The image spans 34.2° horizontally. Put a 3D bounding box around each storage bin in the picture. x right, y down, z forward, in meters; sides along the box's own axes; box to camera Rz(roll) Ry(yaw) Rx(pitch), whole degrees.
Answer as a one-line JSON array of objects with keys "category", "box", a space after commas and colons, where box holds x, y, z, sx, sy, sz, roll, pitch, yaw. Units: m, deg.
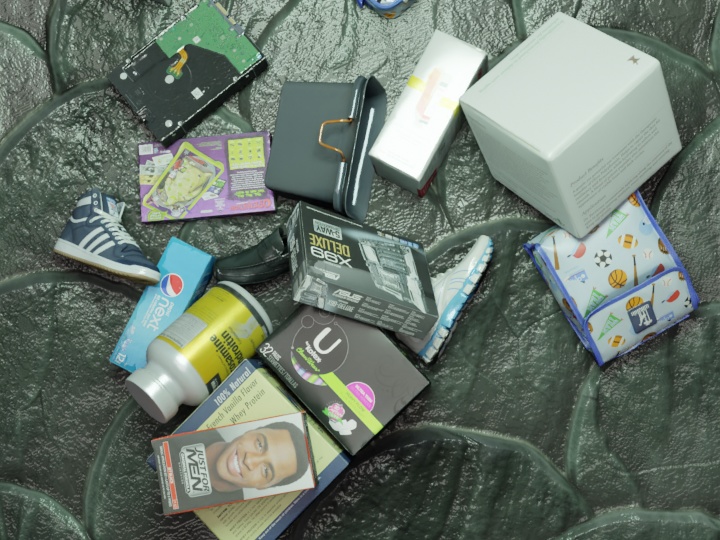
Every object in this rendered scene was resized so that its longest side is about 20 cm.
[{"category": "storage bin", "box": [-0.055, -0.179, 1.663, 0.134, 0.146, 0.201, 8, 85, 15]}]

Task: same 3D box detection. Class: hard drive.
[{"category": "hard drive", "box": [-0.253, -0.294, 1.721, 0.200, 0.038, 0.140, -40, 77, -4]}]

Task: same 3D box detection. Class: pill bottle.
[{"category": "pill bottle", "box": [-0.225, 0.115, 1.622, 0.112, 0.112, 0.200, 43, 65, 7]}]

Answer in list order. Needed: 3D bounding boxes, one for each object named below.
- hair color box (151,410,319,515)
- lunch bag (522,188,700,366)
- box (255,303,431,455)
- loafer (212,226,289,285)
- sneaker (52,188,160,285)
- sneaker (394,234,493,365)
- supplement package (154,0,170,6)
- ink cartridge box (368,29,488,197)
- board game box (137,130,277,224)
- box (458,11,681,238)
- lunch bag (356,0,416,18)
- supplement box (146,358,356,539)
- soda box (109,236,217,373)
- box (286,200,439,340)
[{"category": "hair color box", "box": [-0.162, 0.250, 1.525, 0.199, 0.061, 0.102, -12, 83, 2]}, {"category": "lunch bag", "box": [0.351, 0.009, 1.617, 0.170, 0.124, 0.200, -30, 94, 1]}, {"category": "box", "box": [-0.020, 0.135, 1.631, 0.149, 0.124, 0.200, -44, 82, 0]}, {"category": "loafer", "box": [-0.117, -0.029, 1.674, 0.200, 0.068, 0.071, -12, 123, 0]}, {"category": "sneaker", "box": [-0.350, -0.050, 1.674, 0.200, 0.070, 0.109, 17, 82, 34]}, {"category": "sneaker", "box": [0.116, 0.028, 1.658, 0.087, 0.075, 0.200, 31, 87, 12]}, {"category": "supplement package", "box": [-0.329, -0.477, 1.673, 0.117, 0.200, 0.118, 20, 86, 7]}, {"category": "ink cartridge box", "box": [0.097, -0.217, 1.644, 0.083, 0.145, 0.200, 28, 87, 8]}, {"category": "board game box", "box": [-0.225, -0.136, 1.720, 0.199, 0.032, 0.120, -4, 80, 5]}, {"category": "box", "box": [0.281, -0.197, 1.566, 0.199, 0.171, 0.200, -41, 47, -8]}, {"category": "lunch bag", "box": [0.029, -0.474, 1.710, 0.160, 0.076, 0.200, -42, 82, 2]}, {"category": "supplement box", "box": [-0.147, 0.261, 1.622, 0.200, 0.134, 0.200, 44, 89, 7]}, {"category": "soda box", "box": [-0.281, 0.057, 1.687, 0.068, 0.064, 0.200, 26, 88, 7]}, {"category": "box", "box": [0.000, 0.000, 1.585, 0.200, 0.158, 0.050, 19, 125, -21]}]
